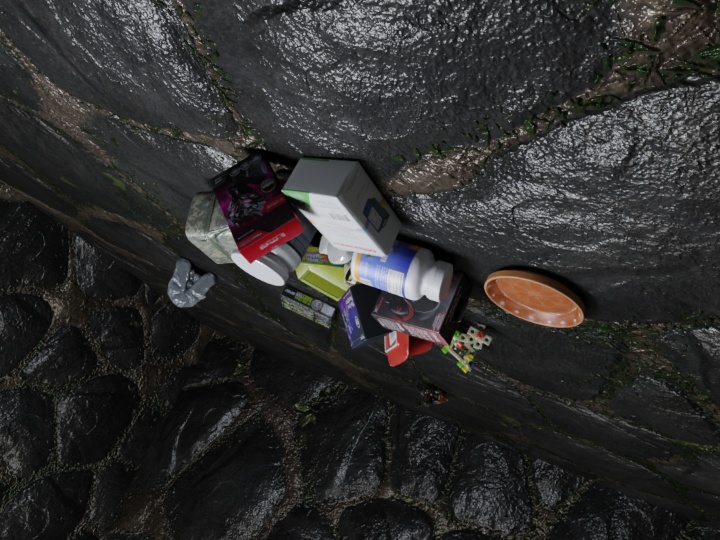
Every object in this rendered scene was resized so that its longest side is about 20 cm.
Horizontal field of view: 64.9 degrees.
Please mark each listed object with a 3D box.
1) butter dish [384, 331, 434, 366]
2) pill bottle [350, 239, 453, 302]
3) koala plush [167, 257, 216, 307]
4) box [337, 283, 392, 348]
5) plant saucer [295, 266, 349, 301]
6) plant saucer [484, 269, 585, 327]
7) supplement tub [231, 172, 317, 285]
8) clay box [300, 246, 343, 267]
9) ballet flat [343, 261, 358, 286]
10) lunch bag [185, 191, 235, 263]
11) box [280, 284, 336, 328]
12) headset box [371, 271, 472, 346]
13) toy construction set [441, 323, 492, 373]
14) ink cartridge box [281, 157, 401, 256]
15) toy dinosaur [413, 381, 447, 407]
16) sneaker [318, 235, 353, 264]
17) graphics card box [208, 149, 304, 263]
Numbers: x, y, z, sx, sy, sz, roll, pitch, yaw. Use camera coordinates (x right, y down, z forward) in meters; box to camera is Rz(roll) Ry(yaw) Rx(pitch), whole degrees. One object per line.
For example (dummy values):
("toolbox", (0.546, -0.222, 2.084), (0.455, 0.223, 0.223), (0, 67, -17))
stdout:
("butter dish", (0.144, 0.137, 1.445), (0.146, 0.201, 0.200), (2, 163, -11))
("pill bottle", (0.089, -0.003, 1.196), (0.198, 0.113, 0.112), (18, 160, 22))
("koala plush", (-0.719, 0.064, 2.373), (0.177, 0.185, 0.200), (31, 173, -13))
("box", (0.008, 0.119, 1.487), (0.200, 0.078, 0.142), (127, 124, -72))
("plant saucer", (-0.093, 0.026, 1.611), (0.199, 0.048, 0.200), (29, 161, -9))
("plant saucer", (0.347, 0.053, 1.129), (0.199, 0.033, 0.201), (23, 160, 9))
("supplement tub", (-0.167, -0.086, 1.175), (0.139, 0.201, 0.141), (23, 161, 8))
("clay box", (-0.150, -0.037, 1.392), (0.199, 0.048, 0.114), (5, 179, -41))
("ballet flat", (0.000, 0.000, 1.393), (0.069, 0.070, 0.200), (29, 161, -8))
("lunch bag", (-0.313, -0.105, 1.412), (0.166, 0.141, 0.200), (-1, 155, 16))
("box", (-0.184, 0.130, 2.009), (0.199, 0.045, 0.160), (25, 162, 4))
("headset box", (0.146, 0.071, 1.258), (0.199, 0.150, 0.075), (13, 158, 36))
("toy construction set", (0.271, 0.194, 1.505), (0.131, 0.092, 0.200), (47, 158, 16))
("ink cartridge box", (-0.031, -0.119, 1.087), (0.144, 0.088, 0.200), (12, 155, 38))
("toy dinosaur", (0.301, 0.517, 2.355), (0.135, 0.103, 0.200), (8, 153, -22))
("sneaker", (-0.031, -0.052, 1.280), (0.088, 0.076, 0.200), (15, -174, -17))
("graphics card box", (-0.203, -0.127, 1.090), (0.201, 0.125, 0.051), (61, -178, 32))
